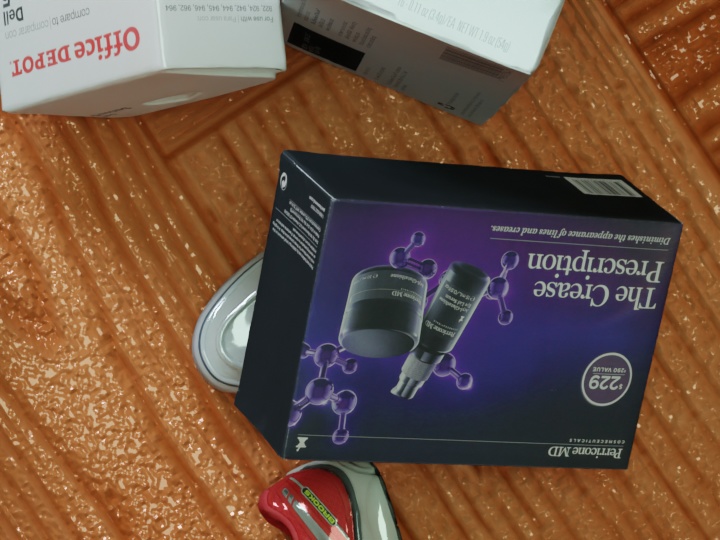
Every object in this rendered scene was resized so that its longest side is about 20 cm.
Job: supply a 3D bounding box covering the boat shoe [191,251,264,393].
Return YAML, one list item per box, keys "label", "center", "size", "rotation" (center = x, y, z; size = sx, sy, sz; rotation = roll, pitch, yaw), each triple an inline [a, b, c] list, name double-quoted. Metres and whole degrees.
- label: "boat shoe"
  center: [0.000, 0.000, 1.559]
  size: [0.200, 0.065, 0.074]
  rotation: [-33, 90, -7]

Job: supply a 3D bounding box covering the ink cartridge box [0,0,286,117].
- label: "ink cartridge box"
  center: [-0.121, -0.187, 1.514]
  size: [0.084, 0.145, 0.201]
  rotation: [-3, 85, -41]

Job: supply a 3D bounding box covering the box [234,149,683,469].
- label: "box"
  center: [0.050, 0.023, 1.506]
  size: [0.199, 0.079, 0.142]
  rotation: [3, 111, -24]

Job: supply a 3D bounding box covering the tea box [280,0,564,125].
- label: "tea box"
  center: [0.052, -0.198, 1.510]
  size: [0.133, 0.200, 0.198]
  rotation: [21, 85, -3]

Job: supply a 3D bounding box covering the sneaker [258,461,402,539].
- label: "sneaker"
  center: [-0.007, 0.200, 1.548]
  size: [0.085, 0.077, 0.201]
  rotation: [-14, 77, -1]
